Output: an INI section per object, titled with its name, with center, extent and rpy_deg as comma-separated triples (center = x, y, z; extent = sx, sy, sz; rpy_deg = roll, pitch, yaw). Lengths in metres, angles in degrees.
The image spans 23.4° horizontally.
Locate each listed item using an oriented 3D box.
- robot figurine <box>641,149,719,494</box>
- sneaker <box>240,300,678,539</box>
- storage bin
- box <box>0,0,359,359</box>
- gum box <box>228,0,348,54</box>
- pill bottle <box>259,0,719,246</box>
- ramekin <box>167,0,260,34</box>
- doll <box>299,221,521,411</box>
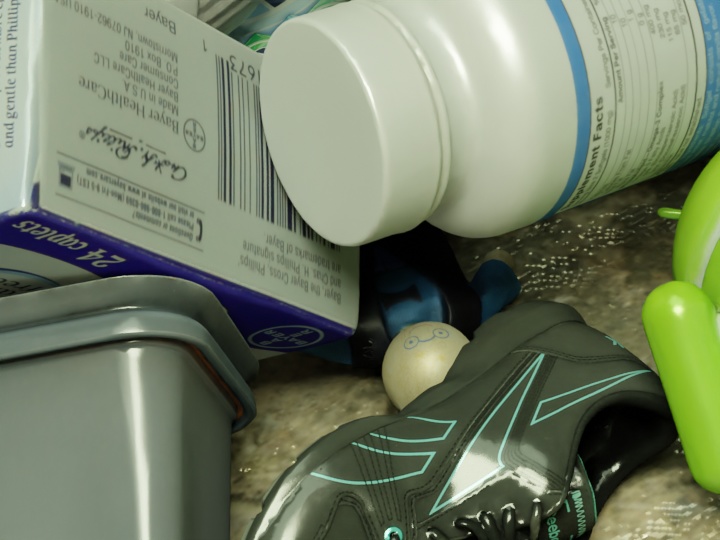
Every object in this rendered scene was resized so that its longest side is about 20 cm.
[robot figurine]
center = 0.190, 0.014, 0.622
extent = 0.174, 0.117, 0.200
rpy_deg = -19, 38, -14
[sneaker]
center = 0.034, 0.083, 0.626
extent = 0.200, 0.076, 0.079
rpy_deg = -39, 46, -26
[storage bin]
center = -0.133, 0.102, 0.627
extent = 0.198, 0.146, 0.136
rpy_deg = -9, 66, 7
[box]
center = -0.131, -0.022, 0.668
extent = 0.199, 0.183, 0.106
rpy_deg = -15, 67, 33
[gum box]
center = -0.090, -0.121, 0.936
extent = 0.169, 0.045, 0.200
rpy_deg = -31, 41, -18
[pill bottle]
center = 0.066, -0.077, 0.652
extent = 0.199, 0.113, 0.112
rpy_deg = -19, 36, -29
[ramekin]
center = -0.126, -0.183, 0.838
extent = 0.199, 0.202, 0.105
rpy_deg = 21, 43, 37
[doll]
center = 0.000, 0.000, 0.755
extent = 0.135, 0.049, 0.200
rpy_deg = -12, 37, -15
